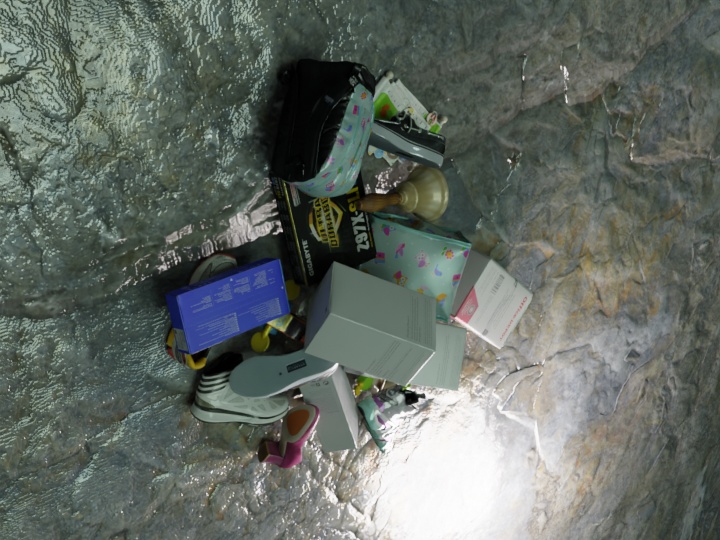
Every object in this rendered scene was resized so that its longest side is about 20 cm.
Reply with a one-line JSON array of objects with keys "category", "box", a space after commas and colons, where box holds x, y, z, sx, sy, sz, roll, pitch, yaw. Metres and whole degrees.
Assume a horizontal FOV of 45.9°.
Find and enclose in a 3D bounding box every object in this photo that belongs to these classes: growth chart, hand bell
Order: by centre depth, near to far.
[{"category": "hand bell", "box": [0.060, -0.126, 1.511, 0.198, 0.103, 0.106, -16, 123, -47]}, {"category": "growth chart", "box": [0.067, -0.264, 1.545, 0.199, 0.018, 0.147, 30, 91, -44]}]

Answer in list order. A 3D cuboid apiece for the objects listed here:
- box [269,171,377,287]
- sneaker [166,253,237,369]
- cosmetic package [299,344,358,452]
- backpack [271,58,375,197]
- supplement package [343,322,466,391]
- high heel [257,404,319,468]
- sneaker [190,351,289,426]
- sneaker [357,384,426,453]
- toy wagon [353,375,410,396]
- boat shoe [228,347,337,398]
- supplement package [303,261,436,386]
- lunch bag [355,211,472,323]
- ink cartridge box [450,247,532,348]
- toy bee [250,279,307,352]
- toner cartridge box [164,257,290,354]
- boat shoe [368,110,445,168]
[{"category": "box", "box": [-0.061, -0.095, 1.466, 0.158, 0.049, 0.205, -23, 110, -33]}, {"category": "sneaker", "box": [-0.247, 0.070, 1.399, 0.077, 0.082, 0.204, 15, 100, -42]}, {"category": "cosmetic package", "box": [-0.060, 0.242, 1.626, 0.070, 0.102, 0.203, -10, 127, 9]}, {"category": "backpack", "box": [-0.057, -0.219, 1.337, 0.126, 0.165, 0.205, 21, 82, -48]}, {"category": "supplement package", "box": [0.083, 0.150, 1.603, 0.196, 0.121, 0.123, 11, 84, -19]}, {"category": "high heel", "box": [-0.110, 0.316, 1.611, 0.094, 0.068, 0.201, 12, 131, -36]}, {"category": "sneaker", "box": [-0.200, 0.209, 1.516, 0.197, 0.075, 0.118, 6, 110, -40]}, {"category": "sneaker", "box": [0.078, 0.299, 1.764, 0.138, 0.078, 0.201, -31, 149, -8]}, {"category": "toy wagon", "box": [0.062, 0.201, 1.739, 0.197, 0.040, 0.157, -17, 141, -33]}, {"category": "boat shoe", "box": [-0.128, 0.181, 1.485, 0.196, 0.072, 0.091, -15, 164, -4]}, {"category": "supplement package", "box": [0.017, 0.092, 1.436, 0.196, 0.119, 0.117, 20, 136, -17]}, {"category": "lunch bag", "box": [0.087, -0.009, 1.593, 0.195, 0.122, 0.174, 12, 106, -12]}, {"category": "ink cartridge box", "box": [0.267, 0.061, 1.839, 0.199, 0.082, 0.148, 33, 89, -45]}, {"category": "toy bee", "box": [-0.130, 0.081, 1.489, 0.197, 0.108, 0.134, 4, 107, -42]}, {"category": "toner cartridge box", "box": [-0.208, 0.053, 1.357, 0.198, 0.043, 0.097, -21, 108, -38]}, {"category": "boat shoe", "box": [0.072, -0.243, 1.493, 0.196, 0.073, 0.070, 17, 84, -26]}]
